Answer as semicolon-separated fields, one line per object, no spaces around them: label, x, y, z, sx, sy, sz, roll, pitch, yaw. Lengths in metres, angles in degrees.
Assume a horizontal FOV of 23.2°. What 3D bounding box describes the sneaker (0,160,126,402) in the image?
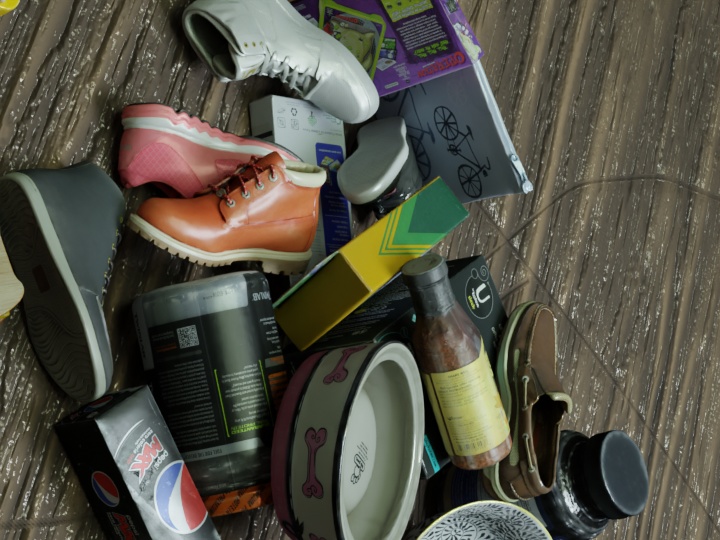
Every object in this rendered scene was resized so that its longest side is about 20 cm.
sneaker;-0.228;0.004;1.475;0.106;0.075;0.201;-21;94;-48

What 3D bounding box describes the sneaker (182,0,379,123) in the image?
sneaker;-0.082;-0.193;1.663;0.200;0.074;0.116;42;44;-3

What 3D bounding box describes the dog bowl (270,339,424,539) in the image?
dog bowl;-0.012;0.157;1.516;0.200;0.074;0.201;6;90;-69

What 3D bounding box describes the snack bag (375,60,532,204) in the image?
snack bag;0.081;-0.155;1.762;0.021;0.200;0.189;-27;100;-32

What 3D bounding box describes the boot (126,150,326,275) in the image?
boot;-0.114;-0.060;1.544;0.200;0.075;0.108;3;115;-45

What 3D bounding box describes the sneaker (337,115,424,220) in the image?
sneaker;0.029;-0.078;1.731;0.200;0.070;0.099;-73;145;-67

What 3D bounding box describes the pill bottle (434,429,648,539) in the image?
pill bottle;0.182;0.223;1.756;0.112;0.200;0.112;26;55;-44

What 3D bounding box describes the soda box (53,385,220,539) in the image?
soda box;-0.178;0.201;1.478;0.063;0.071;0.201;-33;104;-41

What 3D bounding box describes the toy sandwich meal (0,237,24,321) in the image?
toy sandwich meal;-0.346;-0.037;1.363;0.205;0.070;0.206;15;69;-44

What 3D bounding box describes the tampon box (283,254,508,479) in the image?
tampon box;0.048;0.097;1.706;0.200;0.126;0.150;-35;108;-47

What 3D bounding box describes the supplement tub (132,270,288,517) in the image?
supplement tub;-0.122;0.108;1.527;0.122;0.122;0.201;-9;87;-48

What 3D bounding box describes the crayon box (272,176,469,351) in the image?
crayon box;0.000;0.000;1.622;0.052;0.126;0.200;52;45;2

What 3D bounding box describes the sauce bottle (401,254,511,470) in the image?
sauce bottle;0.085;0.082;1.588;0.066;0.066;0.201;-41;123;-44

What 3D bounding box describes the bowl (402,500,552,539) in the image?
bowl;0.089;0.310;1.700;0.200;0.094;0.202;-5;100;-29

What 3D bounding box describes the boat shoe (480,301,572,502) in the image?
boat shoe;0.174;0.125;1.691;0.075;0.075;0.203;28;64;-43

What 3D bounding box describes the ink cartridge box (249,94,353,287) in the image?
ink cartridge box;-0.054;-0.066;1.708;0.099;0.039;0.201;6;74;-46

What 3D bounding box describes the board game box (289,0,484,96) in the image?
board game box;0.013;-0.229;1.702;0.032;0.200;0.120;-41;110;-45

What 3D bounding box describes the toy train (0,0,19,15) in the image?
toy train;-0.348;-0.256;1.435;0.150;0.056;0.200;47;47;-27

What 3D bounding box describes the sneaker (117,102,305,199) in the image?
sneaker;-0.136;-0.086;1.605;0.200;0.074;0.087;18;80;-28

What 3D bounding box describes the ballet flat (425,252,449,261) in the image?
ballet flat;0.133;0.052;1.858;0.200;0.064;0.067;52;47;-23
